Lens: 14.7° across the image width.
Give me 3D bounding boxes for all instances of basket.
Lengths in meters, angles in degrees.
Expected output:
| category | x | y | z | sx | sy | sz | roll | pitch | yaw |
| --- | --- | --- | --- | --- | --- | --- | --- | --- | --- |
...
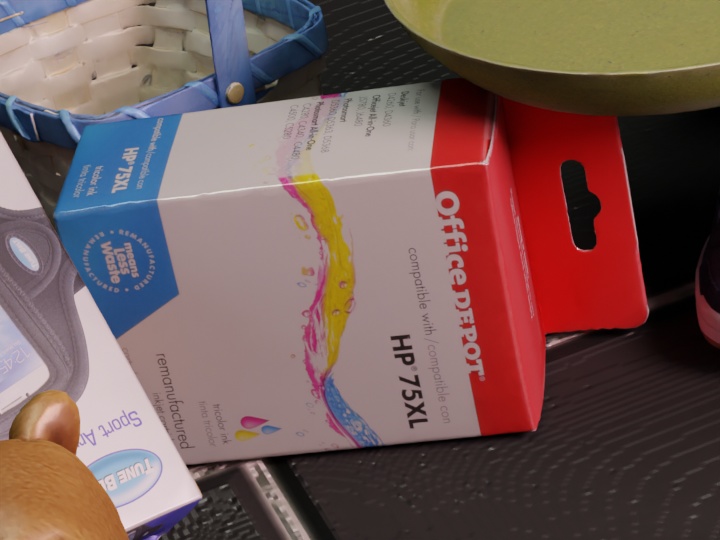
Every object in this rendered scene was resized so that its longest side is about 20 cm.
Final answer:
| category | x | y | z | sx | sy | sz | roll | pitch | yaw |
| --- | --- | --- | --- | --- | --- | --- | --- | --- | --- |
| basket | -0.101 | -0.099 | 1.133 | 0.139 | 0.201 | 0.176 | -31 | 36 | -27 |

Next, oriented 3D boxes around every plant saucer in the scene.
| category | x | y | z | sx | sy | sz | roll | pitch | yaw |
| --- | --- | --- | --- | --- | --- | --- | --- | --- | --- |
| plant saucer | 0.107 | -0.104 | 1.019 | 0.199 | 0.031 | 0.200 | -7 | 29 | 4 |

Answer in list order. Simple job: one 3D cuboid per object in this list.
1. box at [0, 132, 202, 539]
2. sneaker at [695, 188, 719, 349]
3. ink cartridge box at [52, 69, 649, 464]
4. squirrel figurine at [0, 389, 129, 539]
| category | x | y | z | sx | sy | sz | roll | pitch | yaw |
| --- | --- | --- | --- | --- | --- | --- | --- | --- | --- |
| box | -0.142 | 0.040 | 0.959 | 0.119 | 0.041 | 0.201 | -23 | 75 | -34 |
| sneaker | 0.168 | -0.060 | 1.063 | 0.070 | 0.109 | 0.200 | 3 | 34 | 25 |
| ink cartridge box | 0.000 | 0.000 | 1.021 | 0.199 | 0.117 | 0.067 | -7 | 31 | 11 |
| squirrel figurine | -0.053 | 0.123 | 0.773 | 0.199 | 0.188 | 0.142 | -11 | 31 | 3 |
